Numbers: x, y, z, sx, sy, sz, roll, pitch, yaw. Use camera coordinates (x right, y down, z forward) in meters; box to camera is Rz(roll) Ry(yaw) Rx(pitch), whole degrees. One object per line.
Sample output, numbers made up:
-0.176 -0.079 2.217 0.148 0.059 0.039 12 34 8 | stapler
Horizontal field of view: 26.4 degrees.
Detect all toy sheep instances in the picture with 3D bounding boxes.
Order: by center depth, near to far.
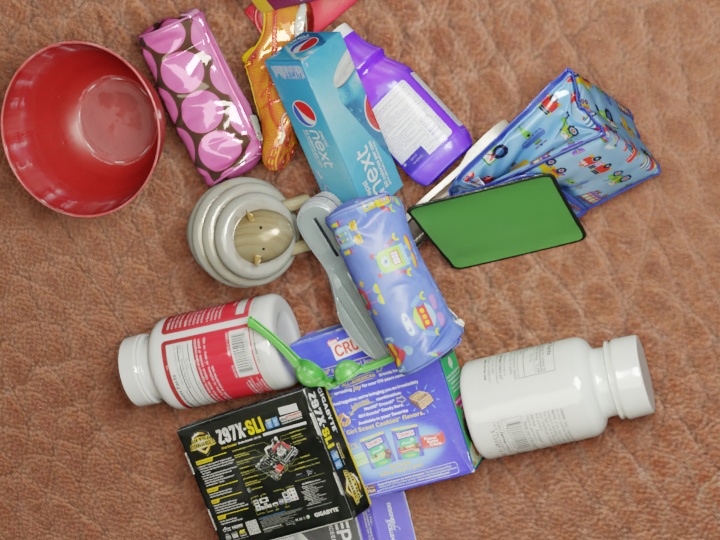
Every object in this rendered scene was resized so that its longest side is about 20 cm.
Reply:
-0.132 -0.044 1.747 0.138 0.200 0.138 0 90 -26 | toy sheep

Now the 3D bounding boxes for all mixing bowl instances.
-0.303 -0.168 1.785 0.200 0.108 0.201 4 102 17 | mixing bowl

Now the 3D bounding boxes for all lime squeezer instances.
-0.030 0.098 1.711 0.200 0.038 0.071 7 90 13 | lime squeezer

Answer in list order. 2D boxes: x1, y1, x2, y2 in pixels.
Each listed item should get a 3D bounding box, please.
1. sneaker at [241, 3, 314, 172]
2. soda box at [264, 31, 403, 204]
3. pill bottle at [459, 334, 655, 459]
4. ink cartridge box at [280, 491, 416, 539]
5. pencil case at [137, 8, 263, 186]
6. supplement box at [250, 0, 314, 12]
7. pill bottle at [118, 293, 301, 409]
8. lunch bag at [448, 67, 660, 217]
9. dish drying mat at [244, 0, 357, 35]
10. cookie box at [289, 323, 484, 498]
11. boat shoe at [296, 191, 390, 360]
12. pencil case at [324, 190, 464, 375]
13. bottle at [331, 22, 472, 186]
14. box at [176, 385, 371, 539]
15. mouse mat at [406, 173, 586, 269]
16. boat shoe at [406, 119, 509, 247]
-0.096 -0.209 1.729 0.077 0.073 0.201 3 83 10 | sneaker
-0.027 -0.160 1.690 0.064 0.068 0.200 9 132 45 | soda box
0.221 0.137 1.717 0.200 0.114 0.115 -14 97 15 | pill bottle
-0.021 0.379 1.859 0.200 0.043 0.199 -13 96 15 | ink cartridge box
-0.176 -0.202 1.763 0.094 0.091 0.200 -25 95 44 | pencil case
-0.038 -0.376 1.657 0.200 0.103 0.131 -8 65 20 | supplement box
-0.177 0.100 1.806 0.200 0.112 0.113 -13 97 16 | pill bottle
0.196 -0.107 1.656 0.200 0.150 0.094 -35 61 23 | lunch bag
-0.037 -0.327 1.740 0.200 0.018 0.077 -37 91 17 | dish drying mat
0.034 0.150 1.784 0.171 0.075 0.200 -16 95 17 | cookie box
0.000 0.000 1.708 0.073 0.067 0.200 -18 105 23 | boat shoe
0.040 0.011 1.631 0.087 0.078 0.200 -27 93 -4 | pencil case
0.034 -0.190 1.725 0.200 0.065 0.084 47 110 2 | bottle
-0.103 0.230 1.788 0.200 0.049 0.160 -21 90 32 | box
0.151 -0.051 1.667 0.161 0.200 0.008 -13 68 15 | mouse mat
0.111 -0.079 1.727 0.060 0.072 0.200 46 101 5 | boat shoe
